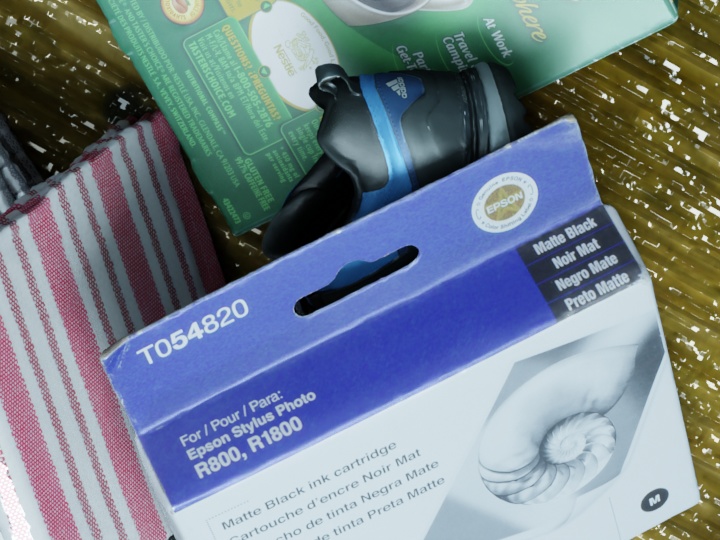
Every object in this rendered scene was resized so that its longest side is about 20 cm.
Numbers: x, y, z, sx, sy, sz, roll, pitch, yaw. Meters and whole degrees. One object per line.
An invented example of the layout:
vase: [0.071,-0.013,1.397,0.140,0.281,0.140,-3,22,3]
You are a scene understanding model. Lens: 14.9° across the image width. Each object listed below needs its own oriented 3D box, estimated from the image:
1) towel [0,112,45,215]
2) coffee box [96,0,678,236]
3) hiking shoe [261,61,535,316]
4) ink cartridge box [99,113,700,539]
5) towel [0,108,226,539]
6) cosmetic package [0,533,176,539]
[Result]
towel: [-0.215,-0.022,1.097,0.165,0.086,0.200,-30,107,8]
coffee box: [0.009,-0.109,1.059,0.200,0.044,0.123,-27,104,15]
hiking shoe: [0.000,0.000,1.060,0.087,0.074,0.200,5,126,-15]
ink cartridge box: [0.023,0.062,1.033,0.199,0.041,0.200,-27,136,-5]
towel: [-0.100,0.034,1.041,0.030,0.200,0.147,-11,107,26]
cosmetic package: [-0.172,0.147,1.082,0.200,0.052,0.151,-41,115,2]
